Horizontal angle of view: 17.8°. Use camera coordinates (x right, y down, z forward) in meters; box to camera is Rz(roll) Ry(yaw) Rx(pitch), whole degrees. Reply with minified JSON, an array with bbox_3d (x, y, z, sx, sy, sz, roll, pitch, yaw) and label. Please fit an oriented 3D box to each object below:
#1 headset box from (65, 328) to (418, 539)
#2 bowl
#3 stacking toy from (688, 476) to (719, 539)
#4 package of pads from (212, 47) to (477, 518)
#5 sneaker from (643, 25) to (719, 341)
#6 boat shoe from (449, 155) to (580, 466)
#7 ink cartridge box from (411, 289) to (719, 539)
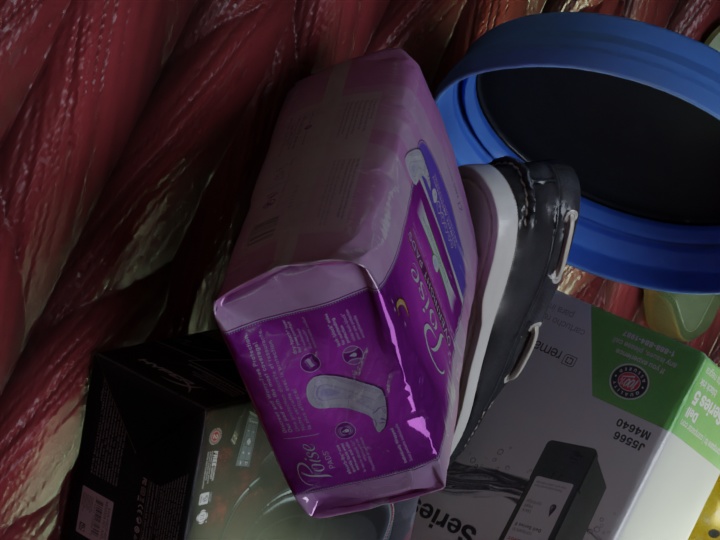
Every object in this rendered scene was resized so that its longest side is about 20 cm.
[{"bbox_3d":[-0.044,0.104,1.097,0.199,0.075,0.150,-9,116,-51],"label":"headset box"},{"bbox_3d":[0.131,-0.057,1.137,0.040,0.199,0.201,-68,149,-25],"label":"bowl"},{"bbox_3d":[0.215,0.148,1.461,0.199,0.146,0.147,1,110,-35],"label":"stacking toy"},{"bbox_3d":[0.000,0.000,1.006,0.200,0.075,0.121,-76,147,-58],"label":"package of pads"},{"bbox_3d":[0.232,-0.040,1.374,0.067,0.089,0.202,-15,122,-50],"label":"sneaker"},{"bbox_3d":[0.061,0.026,1.165,0.060,0.074,0.201,-10,132,-28],"label":"boat shoe"},{"bbox_3d":[0.097,0.120,1.236,0.084,0.145,0.201,37,79,-55],"label":"ink cartridge box"}]
